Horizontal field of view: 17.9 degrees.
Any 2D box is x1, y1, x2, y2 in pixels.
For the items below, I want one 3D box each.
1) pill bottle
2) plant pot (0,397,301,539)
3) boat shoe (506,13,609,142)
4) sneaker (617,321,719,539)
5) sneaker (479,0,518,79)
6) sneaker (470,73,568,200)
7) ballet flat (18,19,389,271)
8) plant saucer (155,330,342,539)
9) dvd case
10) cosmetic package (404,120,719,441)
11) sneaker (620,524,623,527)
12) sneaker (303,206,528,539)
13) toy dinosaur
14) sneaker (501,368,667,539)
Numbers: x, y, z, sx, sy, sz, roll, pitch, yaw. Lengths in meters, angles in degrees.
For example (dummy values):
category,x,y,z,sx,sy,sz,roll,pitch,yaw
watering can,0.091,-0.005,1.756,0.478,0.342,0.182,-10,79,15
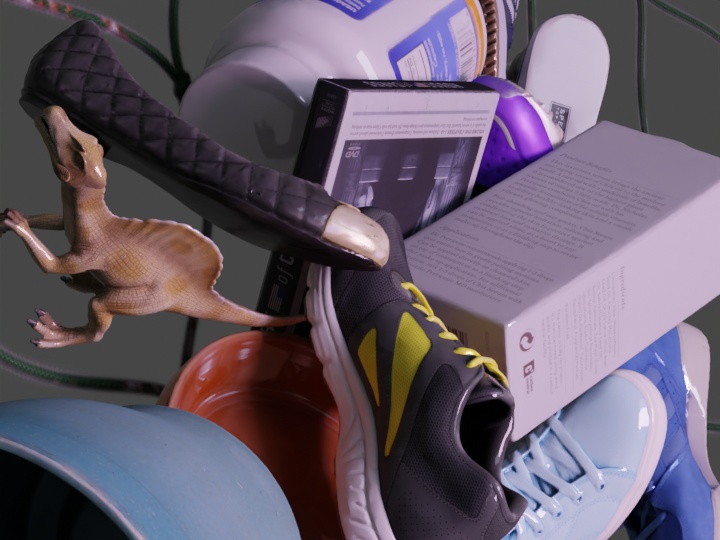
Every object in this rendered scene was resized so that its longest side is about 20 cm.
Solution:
category,x,y,z,sx,sy,sz,roll,pitch,yaw
pill bottle,-0.017,-0.102,1.222,0.113,0.112,0.200,64,33,-10
plant pot,-0.115,0.137,0.884,0.201,0.199,0.188,69,20,-3
boat shoe,0.104,-0.060,1.422,0.070,0.064,0.201,23,73,-12
sneaker,0.136,0.099,1.226,0.111,0.077,0.201,20,50,-23
sneaker,0.079,-0.171,1.448,0.108,0.070,0.201,17,57,-51
sneaker,0.060,-0.007,1.269,0.099,0.069,0.201,-39,142,-44
ballet flat,-0.071,-0.057,1.064,0.057,0.199,0.067,-58,166,-13
plant saucer,-0.018,0.121,1.056,0.200,0.032,0.201,30,38,-27
dvd case,0.000,0.000,1.170,0.150,0.025,0.201,-7,116,-57
cosmetic package,0.104,0.000,1.188,0.200,0.101,0.072,-31,129,-36
sneaker,0.120,0.112,1.303,0.200,0.108,0.070,14,54,-56
sneaker,0.032,0.053,1.061,0.074,0.084,0.201,38,36,-52
toy dinosaur,-0.101,0.003,1.044,0.200,0.101,0.058,41,44,-44
sneaker,0.076,0.129,1.161,0.074,0.200,0.082,44,8,17
